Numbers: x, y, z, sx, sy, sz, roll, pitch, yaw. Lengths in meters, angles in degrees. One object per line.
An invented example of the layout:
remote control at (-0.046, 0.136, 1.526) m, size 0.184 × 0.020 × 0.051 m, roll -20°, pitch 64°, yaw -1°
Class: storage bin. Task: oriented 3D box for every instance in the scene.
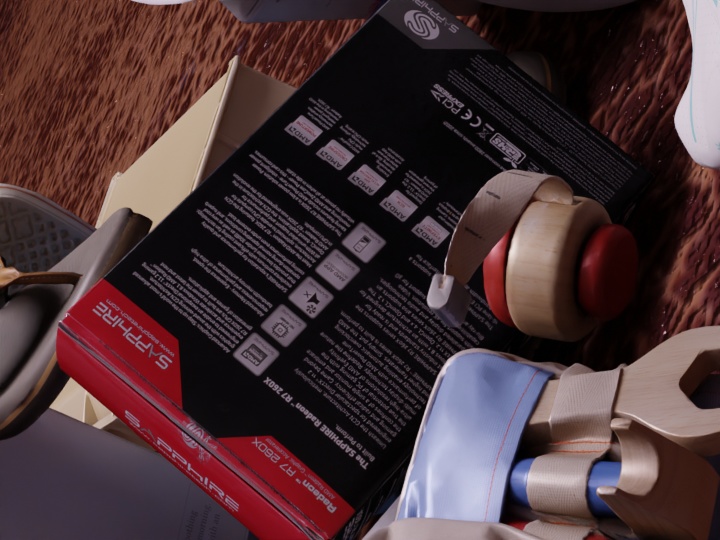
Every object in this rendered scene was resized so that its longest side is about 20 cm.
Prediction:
storage bin at (-0.089, 0.016, 1.246) m, size 0.200 × 0.093 × 0.200 m, roll -33°, pitch 37°, yaw 59°

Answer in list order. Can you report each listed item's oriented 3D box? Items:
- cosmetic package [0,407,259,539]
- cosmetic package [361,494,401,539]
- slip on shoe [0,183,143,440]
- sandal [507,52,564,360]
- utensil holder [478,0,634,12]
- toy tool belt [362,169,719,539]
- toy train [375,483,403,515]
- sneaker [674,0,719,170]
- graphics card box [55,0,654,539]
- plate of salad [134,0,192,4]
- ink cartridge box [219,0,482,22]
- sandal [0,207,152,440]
cosmetic package at (-0.157, 0.167, 1.065) m, size 0.199 × 0.199 × 0.124 m, roll -45°, pitch 26°, yaw 49°
cosmetic package at (0.019, 0.136, 0.847) m, size 0.200 × 0.050 × 0.083 m, roll -53°, pitch 21°, yaw 35°
slip on shoe at (-0.113, 0.020, 1.012) m, size 0.074 × 0.200 × 0.061 m, roll -56°, pitch 35°, yaw -3°
sandal at (0.044, -0.018, 0.942) m, size 0.082 × 0.054 × 0.201 m, roll -44°, pitch 27°, yaw 49°
utensil holder at (0.080, -0.235, 0.966) m, size 0.170 × 0.169 × 0.202 m, roll -28°, pitch 42°, yaw 62°
toy tool belt at (0.079, 0.074, 0.692) m, size 0.122 × 0.125 × 0.202 m, roll 9°, pitch 70°, yaw 28°
toy train at (-0.019, 0.018, 0.997) m, size 0.086 × 0.115 × 0.201 m, roll -15°, pitch 32°, yaw 19°
sneaker at (0.146, -0.127, 0.794) m, size 0.080 × 0.070 × 0.202 m, roll -33°, pitch 37°, yaw 64°
graphics card box at (0.000, 0.000, 0.834) m, size 0.200 × 0.125 × 0.051 m, roll -47°, pitch -12°, yaw -25°
plate of salad at (-0.067, -0.211, 0.960) m, size 0.199 × 0.048 × 0.202 m, roll -3°, pitch 86°, yaw 43°
ink cartridge box at (-0.024, -0.194, 1.090) m, size 0.199 × 0.148 × 0.086 m, roll -13°, pitch -37°, yaw -56°
sandal at (-0.153, 0.024, 0.902) m, size 0.199 × 0.054 × 0.082 m, roll -23°, pitch 37°, yaw 48°
